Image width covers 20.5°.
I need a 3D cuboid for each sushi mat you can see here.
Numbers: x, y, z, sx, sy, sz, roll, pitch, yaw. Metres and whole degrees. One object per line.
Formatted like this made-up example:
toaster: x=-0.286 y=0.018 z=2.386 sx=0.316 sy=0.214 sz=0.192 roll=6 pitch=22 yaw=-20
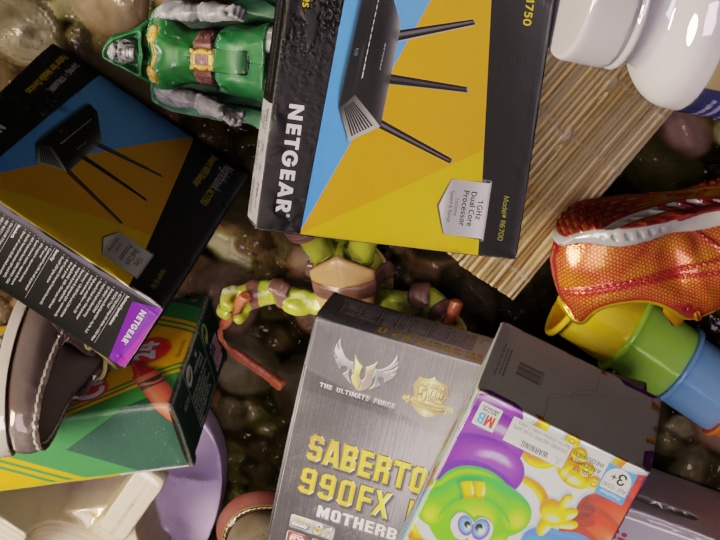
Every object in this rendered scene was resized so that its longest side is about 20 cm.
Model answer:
sushi mat: x=0.119 y=-0.082 z=1.149 sx=0.096 sy=0.012 sz=0.200 roll=39 pitch=93 yaw=-31

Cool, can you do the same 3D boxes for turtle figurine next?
turtle figurine: x=0.000 y=0.000 z=1.221 sx=0.199 sy=0.065 sz=0.162 roll=6 pitch=130 yaw=19

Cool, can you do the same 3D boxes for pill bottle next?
pill bottle: x=0.208 y=-0.140 z=1.079 sx=0.199 sy=0.120 sz=0.120 roll=9 pitch=113 yaw=-12

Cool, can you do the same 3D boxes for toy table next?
toy table: x=-0.169 y=0.178 z=1.294 sx=0.183 sy=0.117 sz=0.201 roll=23 pitch=112 yaw=0

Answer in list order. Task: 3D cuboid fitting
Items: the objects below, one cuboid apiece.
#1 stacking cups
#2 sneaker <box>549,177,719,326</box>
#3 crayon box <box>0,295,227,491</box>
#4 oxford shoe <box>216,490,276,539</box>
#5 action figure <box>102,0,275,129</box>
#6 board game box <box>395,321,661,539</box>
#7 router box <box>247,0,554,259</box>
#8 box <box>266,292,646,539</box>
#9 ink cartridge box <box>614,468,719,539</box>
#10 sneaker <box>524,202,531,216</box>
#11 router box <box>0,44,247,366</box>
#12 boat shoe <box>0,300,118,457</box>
stacking cups: x=0.211 y=0.067 z=1.215 sx=0.199 sy=0.061 sz=0.061 roll=33 pitch=112 yaw=-4
sneaker: x=0.207 y=-0.010 z=1.170 sx=0.199 sy=0.073 sz=0.078 roll=-6 pitch=114 yaw=-5
crayon box: x=-0.194 y=0.081 z=1.251 sx=0.199 sy=0.127 sz=0.051 roll=-9 pitch=119 yaw=12
oxford shoe: x=0.006 y=0.197 z=1.274 sx=0.199 sy=0.075 sz=0.071 roll=9 pitch=113 yaw=-15
action figure: x=-0.067 y=-0.124 z=1.176 sx=0.199 sy=0.055 sz=0.119 roll=7 pitch=101 yaw=28
board game box: x=0.077 y=0.151 z=1.110 sx=0.103 sy=0.105 sz=0.201 roll=26 pitch=112 yaw=3
router box: x=0.024 y=-0.115 z=1.085 sx=0.148 sy=0.051 sz=0.201 roll=6 pitch=99 yaw=-10
box: x=0.056 y=0.117 z=1.186 sx=0.199 sy=0.048 sz=0.159 roll=16 pitch=112 yaw=7
ink cartridge box: x=0.164 y=0.227 z=1.271 sx=0.144 sy=0.083 sz=0.201 roll=19 pitch=111 yaw=3
sneaker: x=0.048 y=-0.102 z=1.170 sx=0.081 sy=0.075 sz=0.201 roll=-11 pitch=109 yaw=13
router box: x=-0.160 y=-0.043 z=1.154 sx=0.149 sy=0.200 sz=0.051 roll=34 pitch=116 yaw=-5
boat shoe: x=-0.172 y=0.032 z=1.198 sx=0.059 sy=0.201 sz=0.072 roll=7 pitch=133 yaw=5
